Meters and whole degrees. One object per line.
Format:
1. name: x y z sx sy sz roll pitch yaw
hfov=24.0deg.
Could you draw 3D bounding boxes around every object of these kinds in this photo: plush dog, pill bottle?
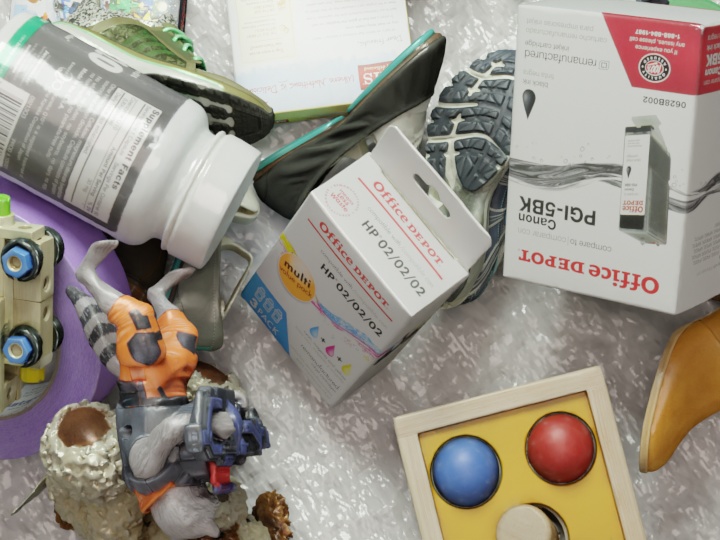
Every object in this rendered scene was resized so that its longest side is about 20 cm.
1. plush dog: -0.140 0.181 1.231 0.171 0.199 0.161 40 118 17
2. pill bottle: -0.179 -0.089 1.204 0.199 0.113 0.114 29 84 -1

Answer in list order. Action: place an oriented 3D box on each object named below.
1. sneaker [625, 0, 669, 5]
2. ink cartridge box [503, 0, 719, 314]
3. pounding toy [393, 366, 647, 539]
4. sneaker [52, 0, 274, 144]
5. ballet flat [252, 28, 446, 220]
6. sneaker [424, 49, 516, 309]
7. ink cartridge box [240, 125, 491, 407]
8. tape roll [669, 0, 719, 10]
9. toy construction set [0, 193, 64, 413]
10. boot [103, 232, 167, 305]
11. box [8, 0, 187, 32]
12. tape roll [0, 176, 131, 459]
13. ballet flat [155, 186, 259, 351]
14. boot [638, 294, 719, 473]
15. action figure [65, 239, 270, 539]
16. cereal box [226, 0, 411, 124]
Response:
1. sneaker: 0.207 -0.119 1.259 0.081 0.070 0.202 -17 87 32
2. ink cartridge box: 0.184 -0.084 1.190 0.146 0.083 0.202 12 109 33
3. pounding toy: 0.135 0.183 1.216 0.182 0.142 0.202 -14 81 1
4. sneaker: -0.148 -0.160 1.273 0.198 0.077 0.089 22 58 10
5. ballet flat: 0.004 -0.101 1.279 0.199 0.068 0.069 -35 94 30
6. sneaker: 0.090 -0.068 1.278 0.077 0.086 0.202 23 96 27
7. ink cartridge box: 0.000 0.000 1.218 0.068 0.200 0.115 -35 80 -36
8. tape roll: 0.224 -0.114 1.303 0.198 0.048 0.203 0 82 2
9. toy construction set: -0.275 0.019 1.166 0.130 0.092 0.202 8 121 14
10. boot: -0.237 -0.034 1.312 0.198 0.075 0.098 24 64 8
11. box: -0.208 -0.196 1.338 0.135 0.038 0.203 3 82 3
12. tape roll: -0.270 0.035 1.248 0.198 0.066 0.202 6 110 15
13. ballet flat: -0.109 -0.031 1.289 0.063 0.067 0.202 14 66 -9
14. boot: 0.296 0.077 1.246 0.143 0.071 0.203 19 68 15
15. action figure: -0.130 0.092 1.155 0.103 0.200 0.196 -16 74 6
16. cereal box: -0.036 -0.221 1.334 0.142 0.040 0.203 -6 82 1
